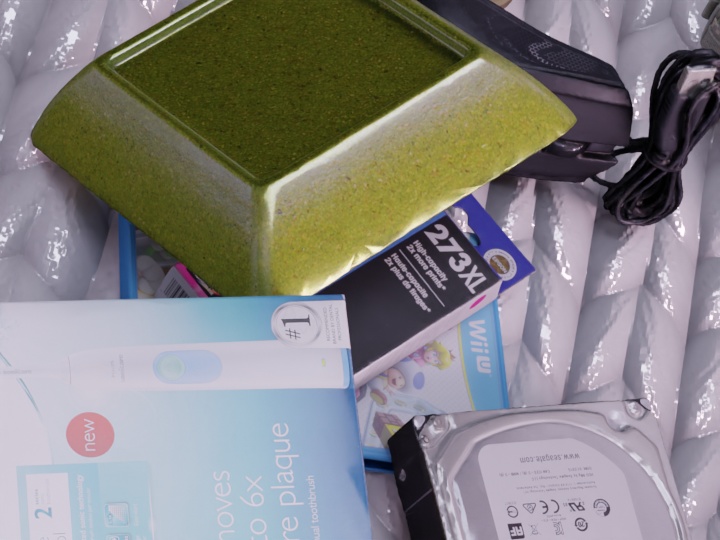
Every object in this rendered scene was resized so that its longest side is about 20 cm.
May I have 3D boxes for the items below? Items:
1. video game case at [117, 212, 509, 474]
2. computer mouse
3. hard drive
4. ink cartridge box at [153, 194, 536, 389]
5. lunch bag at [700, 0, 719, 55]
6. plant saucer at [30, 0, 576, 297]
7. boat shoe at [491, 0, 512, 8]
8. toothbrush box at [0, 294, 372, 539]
[{"bbox_3d":[-0.022,0.030,1.402,0.200,0.018,0.143,9,55,-21],"label":"video game case"},{"bbox_3d":[0.084,-0.087,1.472,0.200,0.139,0.053,22,52,1],"label":"computer mouse"},{"bbox_3d":[0.102,0.161,1.352,0.140,0.038,0.200,-2,67,-27],"label":"hard drive"},{"bbox_3d":[0.000,0.000,1.401,0.200,0.037,0.095,-31,76,-39],"label":"ink cartridge box"},{"bbox_3d":[0.300,-0.089,1.570,0.168,0.139,0.200,-21,69,-18],"label":"lunch bag"},{"bbox_3d":[-0.033,-0.086,1.372,0.200,0.048,0.200,-33,47,-23],"label":"plant saucer"},{"bbox_3d":[0.008,-0.183,1.525,0.200,0.068,0.072,-6,64,-28],"label":"boat shoe"},{"bbox_3d":[-0.103,0.093,1.247,0.200,0.085,0.147,-1,67,-12],"label":"toothbrush box"}]
